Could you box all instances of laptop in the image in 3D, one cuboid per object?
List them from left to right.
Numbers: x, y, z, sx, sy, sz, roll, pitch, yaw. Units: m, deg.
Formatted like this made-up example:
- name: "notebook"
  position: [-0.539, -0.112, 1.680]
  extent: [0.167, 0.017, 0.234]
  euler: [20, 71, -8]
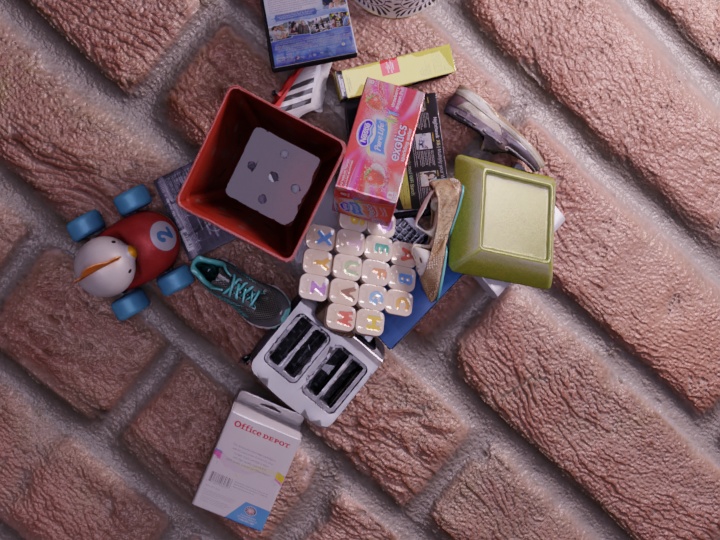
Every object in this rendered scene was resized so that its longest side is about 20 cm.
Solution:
- name: "laptop"
  position: [0.040, -0.011, 1.522]
  extent: [0.200, 0.116, 0.187]
  euler: [45, 91, -7]

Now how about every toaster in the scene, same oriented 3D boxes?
- name: "toaster"
  position: [-0.081, 0.147, 1.528]
  extent: [0.180, 0.119, 0.201]
  euler: [40, 92, -6]

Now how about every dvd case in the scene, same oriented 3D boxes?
- name: "dvd case"
  position: [-0.232, -0.126, 1.530]
  extent: [0.198, 0.016, 0.150]
  euler: [-25, 93, 3]
- name: "dvd case"
  position: [-0.091, -0.425, 1.477]
  extent: [0.141, 0.018, 0.203]
  euler: [-11, 72, -1]

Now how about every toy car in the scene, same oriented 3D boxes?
- name: "toy car"
  position: [-0.384, -0.019, 1.442]
  extent: [0.175, 0.200, 0.186]
  euler: [-27, 98, 4]

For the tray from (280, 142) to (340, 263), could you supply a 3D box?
- name: "tray"
  position: [-0.085, -0.122, 1.538]
  extent: [0.106, 0.022, 0.203]
  euler: [-14, 95, 12]

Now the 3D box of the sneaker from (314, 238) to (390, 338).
- name: "sneaker"
  position: [0.002, 0.021, 1.484]
  extent: [0.075, 0.070, 0.201]
  euler: [43, 66, -16]

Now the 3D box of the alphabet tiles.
- name: "alphabet tiles"
  position: [0.000, 0.000, 1.435]
  extent: [0.193, 0.015, 0.203]
  euler: [12, 77, -19]

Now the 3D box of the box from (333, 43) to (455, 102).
- name: "box"
  position: [0.055, -0.330, 1.512]
  extent: [0.197, 0.075, 0.051]
  euler: [-14, 97, -2]

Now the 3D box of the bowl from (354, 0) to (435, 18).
- name: "bowl"
  position: [0.060, -0.527, 1.482]
  extent: [0.198, 0.094, 0.204]
  euler: [0, 95, -4]

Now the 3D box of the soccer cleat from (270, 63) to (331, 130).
- name: "soccer cleat"
  position: [-0.083, -0.312, 1.511]
  extent: [0.085, 0.069, 0.201]
  euler: [38, 91, -21]

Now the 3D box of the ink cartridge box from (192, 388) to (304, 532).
- name: "ink cartridge box"
  position: [-0.182, 0.306, 1.525]
  extent: [0.127, 0.125, 0.202]
  euler: [24, 98, -6]

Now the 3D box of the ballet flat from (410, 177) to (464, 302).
- name: "ballet flat"
  position: [0.114, -0.051, 1.453]
  extent: [0.064, 0.070, 0.203]
  euler: [12, 90, -7]

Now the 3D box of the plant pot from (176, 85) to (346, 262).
- name: "plant pot"
  position: [-0.146, -0.150, 1.431]
  extent: [0.198, 0.176, 0.202]
  euler: [27, 95, -1]

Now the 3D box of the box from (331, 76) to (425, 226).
- name: "box"
  position: [0.027, -0.187, 1.421]
  extent: [0.101, 0.095, 0.202]
  euler: [16, 70, 1]

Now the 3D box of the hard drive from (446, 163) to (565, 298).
- name: "hard drive"
  position: [0.248, -0.070, 1.540]
  extent: [0.132, 0.026, 0.200]
  euler: [48, 68, -7]

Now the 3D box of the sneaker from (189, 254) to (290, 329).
- name: "sneaker"
  position: [-0.204, 0.032, 1.477]
  extent: [0.198, 0.091, 0.078]
  euler: [25, 86, 27]

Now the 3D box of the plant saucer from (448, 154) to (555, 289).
- name: "plant saucer"
  position: [0.248, -0.085, 1.498]
  extent: [0.197, 0.048, 0.203]
  euler: [10, 75, -20]

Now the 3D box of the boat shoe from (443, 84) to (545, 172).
- name: "boat shoe"
  position: [0.227, -0.231, 1.540]
  extent: [0.200, 0.072, 0.065]
  euler: [41, 97, -4]

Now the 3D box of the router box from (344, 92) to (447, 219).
- name: "router box"
  position: [0.061, -0.189, 1.513]
  extent: [0.155, 0.052, 0.203]
  euler: [-6, 81, -4]
